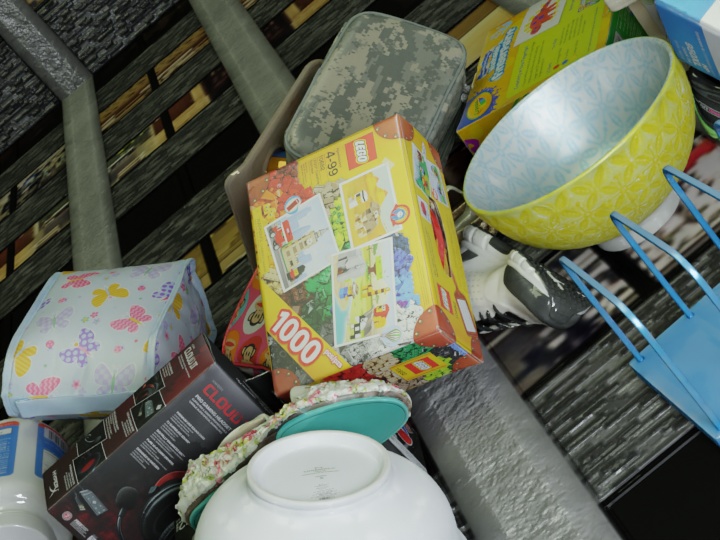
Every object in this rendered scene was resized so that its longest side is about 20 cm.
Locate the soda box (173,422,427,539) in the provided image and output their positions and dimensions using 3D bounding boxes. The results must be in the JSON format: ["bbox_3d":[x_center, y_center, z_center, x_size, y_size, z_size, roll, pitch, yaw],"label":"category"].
[{"bbox_3d":[-0.048,0.177,1.212,0.200,0.071,0.063,-37,28,12],"label":"soda box"}]

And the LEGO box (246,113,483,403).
[{"bbox_3d":[0.000,0.000,1.255,0.149,0.077,0.200,-23,58,21],"label":"LEGO box"}]

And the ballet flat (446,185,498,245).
[{"bbox_3d":[0.110,-0.062,1.405,0.200,0.065,0.071,-44,20,-7],"label":"ballet flat"}]

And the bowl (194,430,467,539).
[{"bbox_3d":[-0.025,0.167,1.043,0.201,0.090,0.201,-4,23,2],"label":"bowl"}]

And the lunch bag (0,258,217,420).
[{"bbox_3d":[-0.256,0.087,1.604,0.169,0.127,0.200,-7,28,14],"label":"lunch bag"}]

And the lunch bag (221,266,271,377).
[{"bbox_3d":[-0.030,0.025,1.394,0.200,0.082,0.176,13,77,59],"label":"lunch bag"}]

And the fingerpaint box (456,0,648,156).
[{"bbox_3d":[0.192,-0.193,1.504,0.167,0.073,0.200,-27,26,30],"label":"fingerpaint box"}]

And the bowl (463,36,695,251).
[{"bbox_3d":[0.191,-0.079,1.248,0.200,0.108,0.200,-34,23,17],"label":"bowl"}]

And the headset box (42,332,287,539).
[{"bbox_3d":[-0.135,0.161,1.283,0.200,0.149,0.075,-41,23,1],"label":"headset box"}]

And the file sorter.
[{"bbox_3d":[0.248,-0.013,1.013,0.200,0.123,0.139,-42,21,1],"label":"file sorter"}]

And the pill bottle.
[{"bbox_3d":[-0.335,0.233,1.529,0.112,0.112,0.200,-39,21,6],"label":"pill bottle"}]

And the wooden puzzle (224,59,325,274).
[{"bbox_3d":[-0.053,-0.085,1.600,0.046,0.185,0.200,11,47,26],"label":"wooden puzzle"}]

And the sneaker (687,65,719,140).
[{"bbox_3d":[0.337,-0.162,1.190,0.200,0.084,0.077,-25,28,31],"label":"sneaker"}]

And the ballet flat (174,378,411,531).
[{"bbox_3d":[-0.055,0.122,1.149,0.200,0.076,0.064,-31,40,14],"label":"ballet flat"}]

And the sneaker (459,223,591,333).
[{"bbox_3d":[0.118,0.023,1.251,0.080,0.074,0.200,-57,18,1],"label":"sneaker"}]

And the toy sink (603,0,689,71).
[{"bbox_3d":[0.309,-0.262,1.390,0.130,0.112,0.200,-28,21,30],"label":"toy sink"}]

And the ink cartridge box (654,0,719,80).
[{"bbox_3d":[0.335,-0.182,1.110,0.145,0.084,0.200,-48,54,-6],"label":"ink cartridge box"}]

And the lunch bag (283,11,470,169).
[{"bbox_3d":[0.020,-0.129,1.543,0.168,0.139,0.200,90,-158,-62],"label":"lunch bag"}]
